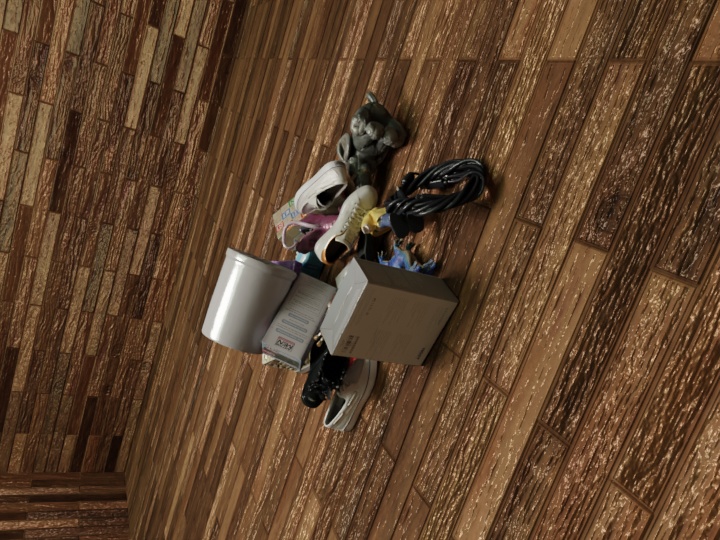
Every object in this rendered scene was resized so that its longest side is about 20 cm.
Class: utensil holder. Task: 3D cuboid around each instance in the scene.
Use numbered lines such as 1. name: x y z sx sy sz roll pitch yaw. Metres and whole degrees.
1. utensil holder: -0.259 0.071 1.241 0.169 0.168 0.203 19 88 60

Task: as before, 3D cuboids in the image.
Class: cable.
1. cable: 0.133 -0.149 0.965 0.198 0.163 0.051 9 127 47

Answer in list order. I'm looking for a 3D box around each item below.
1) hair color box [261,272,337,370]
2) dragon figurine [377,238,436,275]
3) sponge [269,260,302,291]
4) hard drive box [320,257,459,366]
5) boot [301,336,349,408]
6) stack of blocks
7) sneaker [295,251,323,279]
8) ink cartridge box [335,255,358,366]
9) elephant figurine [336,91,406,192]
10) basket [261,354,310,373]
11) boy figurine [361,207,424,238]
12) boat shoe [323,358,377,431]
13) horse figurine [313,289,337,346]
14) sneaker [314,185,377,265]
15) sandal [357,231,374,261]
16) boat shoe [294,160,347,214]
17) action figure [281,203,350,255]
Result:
1. hair color box: -0.137 0.113 1.229 0.061 0.098 0.202 105 -171 -56
2. dragon figurine: 0.074 0.004 1.083 0.200 0.058 0.101 -37 49 47
3. sponge: -0.207 0.076 1.327 0.110 0.030 0.203 0 73 43
4. hard drive box: 0.051 0.079 0.957 0.157 0.198 0.077 -63 33 23
5. boot: -0.067 0.191 1.158 0.163 0.072 0.200 122 169 -52
6. stack of blocks: -0.134 -0.159 1.415 0.199 0.059 0.116 -38 39 13
7. sneaker: -0.153 -0.042 1.473 0.201 0.079 0.131 -57 37 16
8. ink cartridge box: -0.024 0.100 1.232 0.176 0.044 0.202 -49 41 39
9. elephant figurine: 0.005 -0.269 1.234 0.155 0.141 0.201 -47 -9 -46
10. basket: -0.174 0.152 1.391 0.135 0.122 0.203 -31 54 51
11. boy figurine: 0.054 -0.100 1.110 0.200 0.123 0.065 6 116 71
12. boat shoe: -0.023 0.258 1.151 0.073 0.065 0.203 38 112 58
13. horse figurine: -0.041 0.089 1.096 0.133 0.050 0.200 -55 8 -20
14. sneaker: -0.019 -0.093 1.190 0.201 0.072 0.085 -54 30 7
15. sandal: 0.000 0.000 1.151 0.076 0.047 0.203 119 155 -44
16. boat shoe: -0.090 -0.175 1.252 0.199 0.071 0.067 -34 61 43
17. action figure: -0.070 -0.112 1.281 0.197 0.148 0.136 -10 76 30
